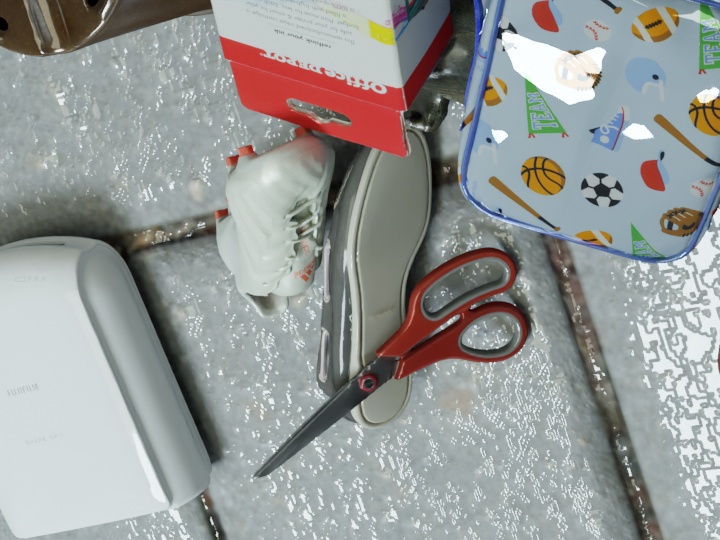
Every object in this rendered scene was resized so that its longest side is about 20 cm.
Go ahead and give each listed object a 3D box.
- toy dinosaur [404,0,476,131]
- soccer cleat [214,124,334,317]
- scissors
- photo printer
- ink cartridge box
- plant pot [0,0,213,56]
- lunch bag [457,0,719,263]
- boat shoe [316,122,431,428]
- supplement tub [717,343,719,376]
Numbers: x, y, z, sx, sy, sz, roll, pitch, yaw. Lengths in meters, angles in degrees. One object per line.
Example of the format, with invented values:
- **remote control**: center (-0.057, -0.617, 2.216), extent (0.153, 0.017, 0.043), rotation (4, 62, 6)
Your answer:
- **toy dinosaur**: center (0.039, -0.133, 1.255), extent (0.102, 0.077, 0.201), rotation (-30, 91, 44)
- **soccer cleat**: center (-0.046, -0.028, 1.312), extent (0.200, 0.069, 0.078), rotation (123, 126, -72)
- **scissors**: center (0.011, 0.054, 1.325), extent (0.199, 0.014, 0.073), rotation (-26, 110, 0)
- **photo printer**: center (-0.206, 0.076, 1.499), extent (0.166, 0.069, 0.201), rotation (-14, 103, 35)
- **ink cartridge box**: center (-0.019, -0.160, 1.173), extent (0.116, 0.067, 0.200), rotation (19, 148, 21)
- **plant pot**: center (-0.139, -0.219, 1.249), extent (0.199, 0.198, 0.201), rotation (13, 118, 27)
- **lunch bag**: center (0.132, -0.104, 1.174), extent (0.160, 0.076, 0.201), rotation (18, 134, 7)
- **boat shoe**: center (0.000, 0.000, 1.342), extent (0.057, 0.067, 0.201), rotation (26, 121, 43)
- **supplement tub**: center (0.283, 0.008, 1.148), extent (0.107, 0.107, 0.200), rotation (42, 126, 9)
